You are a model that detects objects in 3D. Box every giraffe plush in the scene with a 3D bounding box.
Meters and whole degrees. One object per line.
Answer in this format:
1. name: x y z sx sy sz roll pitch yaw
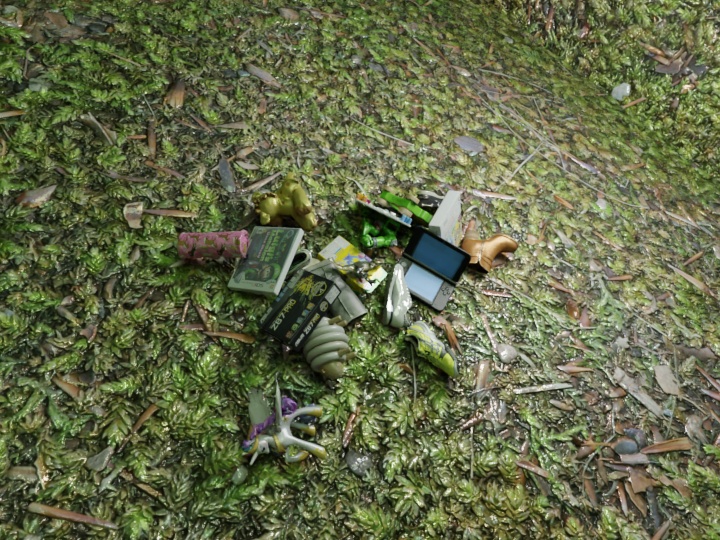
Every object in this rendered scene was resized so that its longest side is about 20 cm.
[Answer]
1. giraffe plush: -0.244 -0.198 1.739 0.160 0.203 0.173 -24 28 -7

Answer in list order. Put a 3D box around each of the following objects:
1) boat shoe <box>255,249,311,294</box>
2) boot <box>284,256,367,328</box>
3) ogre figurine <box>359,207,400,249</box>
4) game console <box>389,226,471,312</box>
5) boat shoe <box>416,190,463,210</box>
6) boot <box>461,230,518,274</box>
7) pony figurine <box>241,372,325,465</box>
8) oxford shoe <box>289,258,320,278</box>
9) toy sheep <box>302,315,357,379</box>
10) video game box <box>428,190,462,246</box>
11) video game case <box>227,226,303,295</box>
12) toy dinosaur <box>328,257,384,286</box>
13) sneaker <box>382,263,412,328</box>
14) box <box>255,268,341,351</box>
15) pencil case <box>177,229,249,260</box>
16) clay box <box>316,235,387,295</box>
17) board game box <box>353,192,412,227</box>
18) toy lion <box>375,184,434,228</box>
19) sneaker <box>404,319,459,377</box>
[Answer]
1. boat shoe: -0.228 -0.002 1.584 0.198 0.062 0.073 -34 84 -1
2. boot: -0.099 0.080 1.615 0.179 0.073 0.203 -26 81 -11
3. ogre figurine: 0.060 -0.129 1.812 0.118 0.100 0.200 14 14 -8
4. game console: 0.212 -0.004 1.738 0.198 0.119 0.172 29 60 6
5. boat shoe: 0.280 -0.236 2.003 0.197 0.073 0.062 9 90 -33
6. boot: 0.437 -0.051 1.905 0.196 0.074 0.156 9 48 4
7. pony figurine: -0.186 0.358 1.326 0.197 0.166 0.196 12 55 -30
8. oxford shoe: -0.203 -0.022 1.656 0.196 0.074 0.072 1 52 -19
9. toy sheep: -0.091 0.190 1.488 0.135 0.139 0.203 -6 59 -23
10. video game box: 0.280 -0.129 1.841 0.046 0.185 0.201 8 42 27
11. video game case: -0.265 -0.031 1.571 0.179 0.023 0.203 5 63 33
12. toy dinosaur: 0.000 0.000 1.652 0.197 0.048 0.089 0 43 -40
13. sneaker: 0.115 0.077 1.686 0.079 0.077 0.203 11 64 -6
14. box: -0.163 0.100 1.494 0.160 0.049 0.201 18 65 46
15. pencil case: -0.413 -0.071 1.581 0.196 0.087 0.084 -2 46 3
16. clay box: -0.026 -0.009 1.724 0.199 0.048 0.115 38 50 11
17. board game box: 0.078 -0.194 1.837 0.197 0.026 0.200 26 5 3
18. toy lion: 0.173 -0.197 1.891 0.191 0.069 0.199 31 0 -42
19. sneaker: 0.201 0.233 1.602 0.076 0.076 0.200 -27 54 -26
